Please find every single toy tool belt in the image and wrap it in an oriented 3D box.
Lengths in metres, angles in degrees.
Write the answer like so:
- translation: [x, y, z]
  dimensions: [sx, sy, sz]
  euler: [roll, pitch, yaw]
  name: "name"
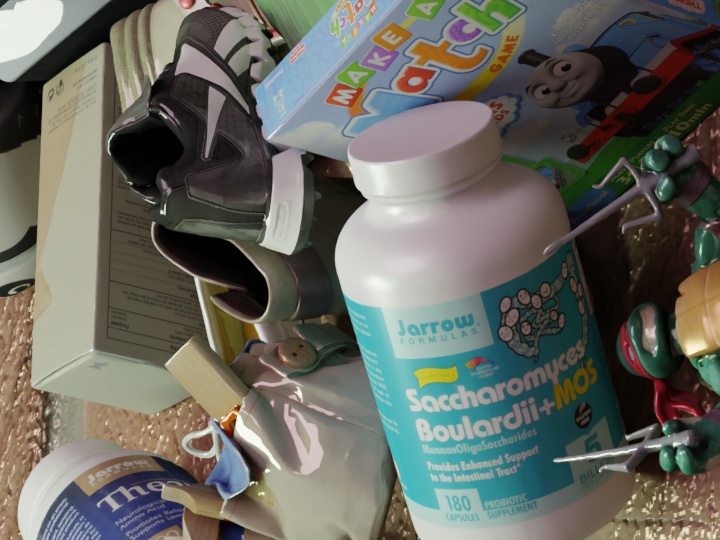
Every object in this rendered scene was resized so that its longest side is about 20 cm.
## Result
- translation: [-0.046, 0.111, 1.413]
  dimensions: [0.201, 0.122, 0.125]
  euler: [102, -175, -47]
  name: "toy tool belt"

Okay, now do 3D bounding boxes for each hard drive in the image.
- translation: [-0.134, -0.180, 1.695]
  dimensions: [0.200, 0.135, 0.042]
  euler: [-36, 79, 24]
  name: "hard drive"

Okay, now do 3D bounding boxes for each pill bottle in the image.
- translation: [0.053, 0.027, 1.295]
  dimensions: [0.111, 0.110, 0.201]
  euler: [16, 129, 56]
  name: "pill bottle"
- translation: [-0.119, 0.166, 1.559]
  dimensions: [0.200, 0.111, 0.111]
  euler: [34, 105, 57]
  name: "pill bottle"

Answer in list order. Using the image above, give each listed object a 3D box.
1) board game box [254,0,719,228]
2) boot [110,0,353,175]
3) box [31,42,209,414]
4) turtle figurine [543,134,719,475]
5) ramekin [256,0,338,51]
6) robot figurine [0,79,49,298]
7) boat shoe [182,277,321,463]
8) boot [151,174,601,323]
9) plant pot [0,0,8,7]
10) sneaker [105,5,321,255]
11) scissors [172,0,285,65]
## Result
- translation: [0.074, -0.095, 1.315]
  dimensions: [0.151, 0.199, 0.037]
  euler: [-44, 45, 36]
  name: "board game box"
- translation: [-0.047, -0.085, 1.536]
  dimensions: [0.154, 0.072, 0.201]
  euler: [-31, 75, 26]
  name: "boot"
- translation: [-0.139, -0.024, 1.685]
  dimensions: [0.078, 0.095, 0.201]
  euler: [-27, 55, 48]
  name: "box"
- translation: [0.168, 0.010, 1.231]
  dimensions: [0.199, 0.100, 0.151]
  euler: [-24, 71, 30]
  name: "turtle figurine"
- translation: [0.052, -0.140, 1.375]
  dimensions: [0.200, 0.199, 0.098]
  euler: [-47, 49, 33]
  name: "ramekin"
- translation: [-0.253, -0.070, 1.783]
  dimensions: [0.149, 0.201, 0.125]
  euler: [-11, 46, 4]
  name: "robot figurine"
- translation: [-0.057, 0.071, 1.506]
  dimensions: [0.074, 0.086, 0.203]
  euler: [-21, 74, 47]
  name: "boat shoe"
- translation: [0.000, 0.000, 1.385]
  dimensions: [0.199, 0.146, 0.071]
  euler: [22, 114, 36]
  name: "boot"
- translation: [-0.270, -0.207, 1.864]
  dimensions: [0.201, 0.160, 0.201]
  euler: [-45, 30, 35]
  name: "plant pot"
- translation: [-0.083, -0.076, 1.370]
  dimensions: [0.200, 0.090, 0.067]
  euler: [-112, 27, -55]
  name: "sneaker"
- translation: [-0.089, -0.133, 1.513]
  dimensions: [0.200, 0.014, 0.073]
  euler: [36, 111, 25]
  name: "scissors"
